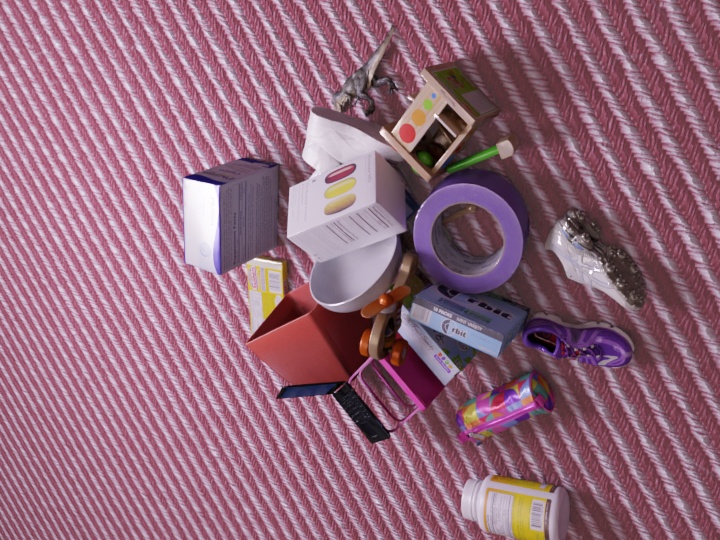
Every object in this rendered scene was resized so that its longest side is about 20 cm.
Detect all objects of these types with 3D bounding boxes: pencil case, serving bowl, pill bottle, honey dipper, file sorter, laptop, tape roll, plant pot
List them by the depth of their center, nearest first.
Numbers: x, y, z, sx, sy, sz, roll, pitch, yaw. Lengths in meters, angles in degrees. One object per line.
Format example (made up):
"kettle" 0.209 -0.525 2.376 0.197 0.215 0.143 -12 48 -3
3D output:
"tape roll" 0.197 -0.070 1.342 0.194 0.085 0.205 9 117 17
"serving bowl" 0.000 0.000 1.414 0.196 0.204 0.066 -13 135 34
"honey dipper" 0.136 -0.081 1.430 0.197 0.038 0.039 -28 92 31
"pencil case" 0.271 0.264 1.439 0.199 0.088 0.089 -36 87 34
"laptop" -0.055 0.276 1.441 0.201 0.103 0.177 50 162 5
"file sorter" 0.088 0.193 1.457 0.140 0.199 0.126 48 127 7
"pill bottle" 0.300 0.462 1.475 0.195 0.109 0.112 3 109 31
"plant pot" -0.079 0.134 1.552 0.197 0.201 0.178 -26 106 35

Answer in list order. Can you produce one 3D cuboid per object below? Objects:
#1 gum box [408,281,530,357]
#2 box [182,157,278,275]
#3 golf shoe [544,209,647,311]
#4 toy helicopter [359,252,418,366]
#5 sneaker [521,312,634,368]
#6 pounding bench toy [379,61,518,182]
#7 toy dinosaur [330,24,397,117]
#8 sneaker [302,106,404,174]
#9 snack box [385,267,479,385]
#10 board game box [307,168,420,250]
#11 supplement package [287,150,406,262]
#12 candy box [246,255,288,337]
"gum box" 0.197 0.075 1.340 0.167 0.199 0.046 23 109 19
"box" -0.264 -0.117 1.559 0.103 0.199 0.189 15 115 26
"golf shoe" 0.397 -0.004 1.285 0.201 0.077 0.098 52 142 12
"toy helicopter" 0.056 0.055 1.309 0.077 0.204 0.133 14 156 21
"sneaker" 0.376 0.136 1.328 0.195 0.083 0.083 9 112 27
"pounding bench toy" 0.157 -0.225 1.308 0.200 0.124 0.157 46 124 9
"toy dinosaur" 0.016 -0.345 1.402 0.200 0.047 0.089 -44 76 31
"sneaker" -0.012 -0.216 1.407 0.195 0.074 0.118 21 120 3
"snack box" 0.132 0.101 1.429 0.201 0.142 0.053 49 123 8
"board game box" -0.013 -0.133 1.493 0.201 0.043 0.199 50 122 7
"supplement package" -0.024 -0.114 1.383 0.196 0.109 0.117 -19 56 29
"candy box" -0.205 0.070 1.696 0.100 0.026 0.206 11 112 31
